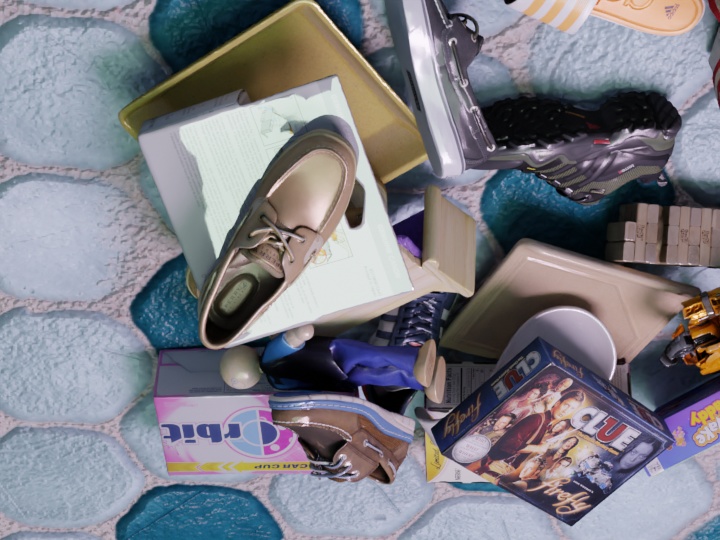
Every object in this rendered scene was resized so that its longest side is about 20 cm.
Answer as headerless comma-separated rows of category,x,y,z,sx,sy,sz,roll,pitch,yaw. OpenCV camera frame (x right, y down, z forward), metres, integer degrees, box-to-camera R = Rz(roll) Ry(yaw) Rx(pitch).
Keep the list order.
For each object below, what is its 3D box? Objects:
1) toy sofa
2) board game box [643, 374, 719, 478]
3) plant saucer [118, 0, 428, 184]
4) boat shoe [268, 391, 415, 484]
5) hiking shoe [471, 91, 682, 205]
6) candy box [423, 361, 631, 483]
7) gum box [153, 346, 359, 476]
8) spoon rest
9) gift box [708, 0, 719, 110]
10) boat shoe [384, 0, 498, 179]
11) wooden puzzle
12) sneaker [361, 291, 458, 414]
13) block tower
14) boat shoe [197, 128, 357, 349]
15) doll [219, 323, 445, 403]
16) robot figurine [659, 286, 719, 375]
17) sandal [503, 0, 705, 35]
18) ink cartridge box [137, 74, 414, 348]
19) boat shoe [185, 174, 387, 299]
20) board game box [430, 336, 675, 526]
toy sofa,0.000,0.000,1.591,0.200,0.083,0.097,-27,134,36
board game box,0.365,0.122,1.737,0.199,0.134,0.045,-31,87,23
plant saucer,-0.068,-0.129,1.512,0.199,0.049,0.200,-29,130,21
boat shoe,-0.013,0.153,1.612,0.072,0.073,0.200,-1,167,36
hiking shoe,0.175,-0.092,1.549,0.199,0.076,0.101,-3,131,-3
candy box,0.162,0.151,1.767,0.199,0.061,0.137,0,142,5
gum box,-0.092,0.136,1.740,0.199,0.066,0.114,-1,133,3
spoon rest,0.143,0.107,1.660,0.199,0.061,0.100,-31,104,13
gift box,0.376,-0.163,1.426,0.186,0.185,0.201,3,127,-11
boat shoe,0.069,-0.172,1.450,0.066,0.070,0.201,-19,110,-8
wooden puzzle,0.191,0.038,1.689,0.184,0.037,0.200,15,145,-19
sneaker,0.050,0.063,1.681,0.075,0.085,0.201,7,133,-11
block tower,0.326,-0.027,1.626,0.199,0.058,0.054,4,90,-10
boat shoe,-0.066,-0.020,1.432,0.071,0.065,0.200,29,112,-8
doll,-0.030,0.082,1.597,0.199,0.049,0.137,0,155,17
robot figurine,0.342,0.050,1.647,0.144,0.058,0.200,-24,164,11
sandal,0.189,-0.222,1.437,0.206,0.059,0.079,13,131,-17
ink cartridge box,-0.067,-0.052,1.476,0.173,0.044,0.201,-17,111,10
boat shoe,-0.064,-0.016,1.544,0.200,0.063,0.073,-24,131,17
board game box,0.178,0.151,1.646,0.135,0.035,0.200,-43,132,19
